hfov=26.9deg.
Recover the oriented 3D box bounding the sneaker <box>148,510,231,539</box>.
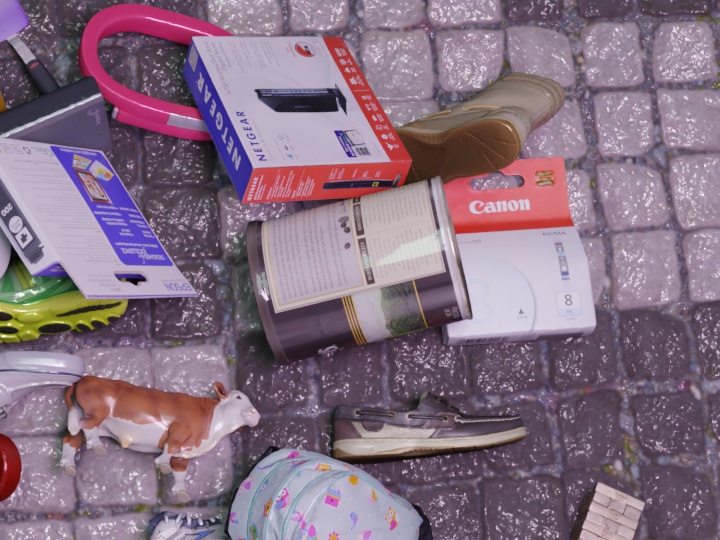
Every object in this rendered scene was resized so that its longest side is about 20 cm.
[{"bbox_3d":[-0.166,0.265,1.464,0.198,0.077,0.086,-26,73,-13],"label":"sneaker"}]

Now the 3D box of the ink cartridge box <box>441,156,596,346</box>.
[{"bbox_3d":[0.157,-0.026,1.593,0.158,0.047,0.203,-4,76,-6],"label":"ink cartridge box"}]

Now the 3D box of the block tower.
[{"bbox_3d":[0.222,0.317,1.496,0.053,0.058,0.202,23,75,2],"label":"block tower"}]

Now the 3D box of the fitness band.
[{"bbox_3d":[-0.201,-0.210,1.589,0.198,0.038,0.145,14,53,-17],"label":"fitness band"}]

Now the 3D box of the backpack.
[{"bbox_3d":[-0.027,0.248,1.417,0.200,0.126,0.168,41,64,-37],"label":"backpack"}]

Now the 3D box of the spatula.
[{"bbox_3d":[-0.358,-0.229,1.608,0.056,0.021,0.201,-32,66,-12],"label":"spatula"}]

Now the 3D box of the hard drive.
[{"bbox_3d":[-0.350,-0.121,1.524,0.198,0.140,0.033,-26,76,-12],"label":"hard drive"}]

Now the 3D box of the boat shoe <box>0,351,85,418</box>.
[{"bbox_3d":[-0.370,0.120,1.494,0.197,0.074,0.068,-4,79,7],"label":"boat shoe"}]

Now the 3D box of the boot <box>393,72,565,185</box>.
[{"bbox_3d":[0.108,-0.152,1.606,0.155,0.198,0.073,-44,117,-49],"label":"boot"}]

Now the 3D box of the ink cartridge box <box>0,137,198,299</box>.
[{"bbox_3d":[-0.272,-0.039,1.475,0.043,0.198,0.201,-43,72,19],"label":"ink cartridge box"}]

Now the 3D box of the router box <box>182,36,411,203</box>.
[{"bbox_3d":[-0.067,-0.157,1.537,0.178,0.049,0.201,-5,49,-29],"label":"router box"}]

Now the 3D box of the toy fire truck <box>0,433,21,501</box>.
[{"bbox_3d":[-0.430,0.205,1.433,0.167,0.112,0.202,29,102,30],"label":"toy fire truck"}]

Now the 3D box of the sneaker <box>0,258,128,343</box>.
[{"bbox_3d":[-0.335,0.022,1.529,0.197,0.074,0.084,-3,53,-6],"label":"sneaker"}]

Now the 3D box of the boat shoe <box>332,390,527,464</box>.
[{"bbox_3d":[0.068,0.155,1.520,0.198,0.072,0.067,-6,79,-2],"label":"boat shoe"}]

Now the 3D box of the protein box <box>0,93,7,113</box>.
[{"bbox_3d":[-0.460,-0.208,1.509,0.134,0.199,0.201,-31,79,-13],"label":"protein box"}]

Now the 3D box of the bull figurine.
[{"bbox_3d":[-0.201,0.157,1.488,0.197,0.066,0.122,9,40,5],"label":"bull figurine"}]

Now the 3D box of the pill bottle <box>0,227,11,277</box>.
[{"bbox_3d":[-0.439,-0.022,1.457,0.198,0.111,0.112,-2,70,30],"label":"pill bottle"}]

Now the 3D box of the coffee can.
[{"bbox_3d":[0.000,0.000,1.495,0.198,0.146,0.148,-14,75,6],"label":"coffee can"}]
